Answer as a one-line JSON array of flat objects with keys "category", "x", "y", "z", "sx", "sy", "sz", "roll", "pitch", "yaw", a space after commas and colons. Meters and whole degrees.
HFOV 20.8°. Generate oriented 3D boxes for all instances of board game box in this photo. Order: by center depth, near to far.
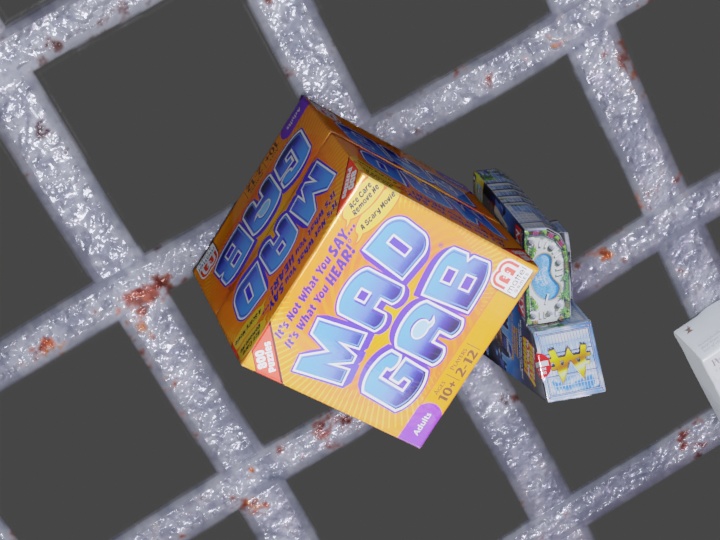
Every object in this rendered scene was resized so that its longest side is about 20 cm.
[{"category": "board game box", "x": 0.000, "y": 0.000, "z": 1.781, "sx": 0.199, "sy": 0.200, "sz": 0.200, "roll": 27, "pitch": 104, "yaw": -27}, {"category": "board game box", "x": 0.168, "y": 0.029, "z": 1.851, "sx": 0.061, "sy": 0.200, "sz": 0.201, "roll": -11, "pitch": 117, "yaw": -13}]

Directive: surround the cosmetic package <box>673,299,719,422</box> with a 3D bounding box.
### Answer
[{"category": "cosmetic package", "x": 0.418, "y": 0.123, "z": 2.053, "sx": 0.101, "sy": 0.074, "sz": 0.200, "roll": -34, "pitch": 121, "yaw": -2}]
